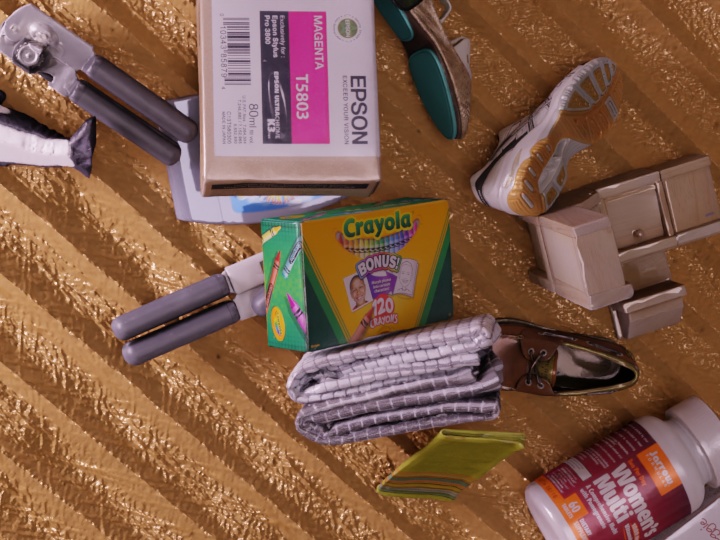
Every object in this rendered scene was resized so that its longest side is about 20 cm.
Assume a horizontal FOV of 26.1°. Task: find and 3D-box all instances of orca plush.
[{"bbox_3d":[-0.333,-0.146,1.410,0.199,0.105,0.071,4,56,11],"label":"orca plush"}]

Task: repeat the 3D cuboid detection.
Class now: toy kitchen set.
[{"bbox_3d":[0.282,-0.002,1.497,0.199,0.180,0.164,-17,101,-9],"label":"toy kitchen set"}]

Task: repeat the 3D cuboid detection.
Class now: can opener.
[{"bbox_3d":[-0.242,-0.173,1.426,0.200,0.067,0.053,35,99,-14],"label":"can opener"},{"bbox_3d":[-0.133,0.032,1.466,0.199,0.067,0.054,-24,100,-15],"label":"can opener"}]

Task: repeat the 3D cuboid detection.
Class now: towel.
[{"bbox_3d":[0.038,0.103,1.448,0.199,0.166,0.086,-11,92,6],"label":"towel"},{"bbox_3d":[0.083,0.188,1.478,0.086,0.200,0.018,3,67,-16],"label":"towel"}]

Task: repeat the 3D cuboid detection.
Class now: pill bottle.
[{"bbox_3d":[0.274,0.215,1.558,0.200,0.110,0.110,-30,102,-6],"label":"pill bottle"}]

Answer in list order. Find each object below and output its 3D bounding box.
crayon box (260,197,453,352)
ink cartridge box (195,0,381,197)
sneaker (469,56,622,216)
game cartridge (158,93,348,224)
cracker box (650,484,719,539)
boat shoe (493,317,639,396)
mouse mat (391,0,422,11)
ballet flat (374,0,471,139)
[{"bbox_3d":[0.000,0.000,1.454,0.200,0.058,0.119,-11,101,-44],"label":"crayon box"},{"bbox_3d":[-0.067,-0.171,1.423,0.164,0.075,0.201,-2,82,-7],"label":"ink cartridge box"},{"bbox_3d":[0.178,-0.138,1.515,0.200,0.087,0.076,-49,123,-25],"label":"sneaker"},{"bbox_3d":[-0.087,-0.114,1.483,0.199,0.040,0.134,-13,103,-9],"label":"game cartridge"},{"bbox_3d":[0.353,0.315,1.613,0.200,0.058,0.134,-37,102,-4],"label":"cracker box"},{"bbox_3d":[0.180,0.089,1.544,0.199,0.068,0.072,0,99,-10],"label":"boat shoe"},{"bbox_3d":[0.029,-0.360,1.454,0.161,0.008,0.200,-44,102,-27],"label":"mouse mat"},{"bbox_3d":[0.070,-0.224,1.487,0.065,0.070,0.201,-33,106,-23],"label":"ballet flat"}]
